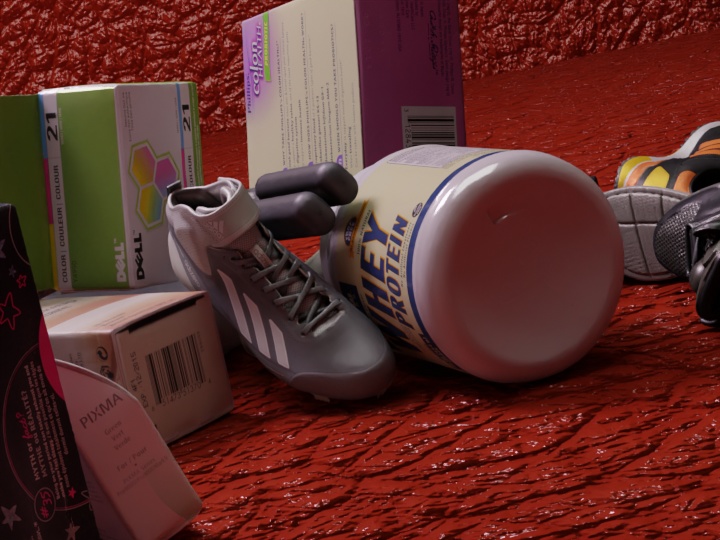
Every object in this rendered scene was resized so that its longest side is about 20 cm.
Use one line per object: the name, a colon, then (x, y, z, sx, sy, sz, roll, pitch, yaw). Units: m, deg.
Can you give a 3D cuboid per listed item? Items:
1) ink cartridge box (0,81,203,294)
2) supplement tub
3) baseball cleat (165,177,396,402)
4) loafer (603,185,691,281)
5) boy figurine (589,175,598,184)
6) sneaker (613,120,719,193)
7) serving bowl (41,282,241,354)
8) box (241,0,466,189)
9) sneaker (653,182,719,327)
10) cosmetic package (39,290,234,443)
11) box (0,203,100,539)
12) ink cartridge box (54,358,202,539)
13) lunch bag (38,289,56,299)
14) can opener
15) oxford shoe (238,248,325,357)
ink cartridge box: (-0.194, -0.056, 1.315, 0.076, 0.148, 0.200, -2, 5, 27)
supplement tub: (0.066, -0.009, 1.228, 0.145, 0.145, 0.200, -15, 10, -21)
baseball cleat: (-0.061, 0.008, 1.209, 0.200, 0.107, 0.070, 31, 60, 30)
loafer: (0.196, -0.027, 1.419, 0.200, 0.072, 0.063, -7, 3, 37)
boy figurine: (0.104, -0.034, 1.567, 0.199, 0.065, 0.124, -6, 15, 18)
sneaker: (0.303, -0.074, 1.594, 0.090, 0.070, 0.200, 18, 27, 40)
serving bowl: (-0.148, 0.037, 1.438, 0.200, 0.066, 0.200, -10, 10, 2)
box: (-0.007, -0.129, 1.498, 0.096, 0.176, 0.200, -2, -3, -30)
sneaker: (0.241, -0.013, 1.253, 0.114, 0.076, 0.199, -9, 13, -28)
cosmetic package: (-0.197, 0.069, 1.254, 0.200, 0.087, 0.103, -4, 13, 36)
box: (-0.221, 0.082, 0.877, 0.132, 0.201, 0.115, -5, 13, 36)
ink cartridge box: (-0.184, 0.053, 1.010, 0.050, 0.200, 0.161, -36, 21, -26)
lunch bag: (-0.303, -0.008, 1.530, 0.164, 0.118, 0.200, -18, -22, -33)
can opener: (-0.050, -0.033, 1.291, 0.053, 0.067, 0.200, -53, 20, -18)
oxford shoe: (0.000, 0.000, 1.339, 0.200, 0.075, 0.058, -40, 30, -3)
